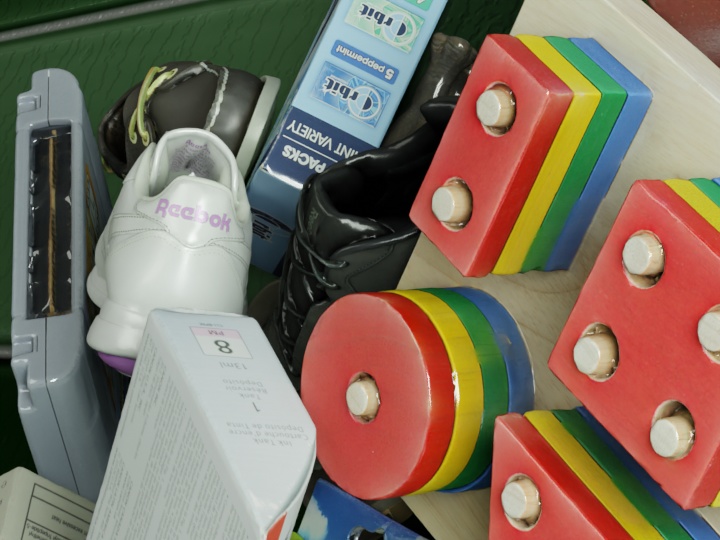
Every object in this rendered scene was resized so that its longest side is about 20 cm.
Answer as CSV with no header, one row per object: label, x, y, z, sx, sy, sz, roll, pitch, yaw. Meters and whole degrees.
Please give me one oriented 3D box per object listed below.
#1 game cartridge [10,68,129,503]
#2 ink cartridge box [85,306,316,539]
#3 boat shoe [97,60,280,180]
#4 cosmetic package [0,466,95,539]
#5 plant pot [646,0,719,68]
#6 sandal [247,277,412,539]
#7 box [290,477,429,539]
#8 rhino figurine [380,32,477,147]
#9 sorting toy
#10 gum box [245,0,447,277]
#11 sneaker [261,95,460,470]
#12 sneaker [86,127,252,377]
game cartridge,-0.136,0.019,1.133,0.041,0.134,0.201,-10,48,4
ink cartridge box,-0.046,0.133,0.806,0.200,0.057,0.164,54,133,49
boat shoe,-0.086,-0.065,1.136,0.072,0.060,0.201,-66,11,-9
cosmetic package,-0.148,0.200,1.007,0.087,0.103,0.201,-29,40,41
plant pot,0.191,-0.151,0.775,0.195,0.200,0.202,-15,50,58
sandal,-0.018,0.048,1.004,0.082,0.054,0.200,-52,31,8
box,-0.040,0.181,0.893,0.122,0.047,0.201,22,91,59
rhino figurine,0.074,-0.042,0.953,0.199,0.060,0.088,12,77,55
sorting toy,0.067,0.035,0.760,0.200,0.069,0.200,48,126,37
gum box,0.005,-0.105,1.050,0.170,0.044,0.201,132,163,-77
sneaker,0.000,0.000,0.902,0.200,0.090,0.076,-47,49,26
sneaker,-0.071,-0.012,1.011,0.200,0.074,0.100,-127,52,-79
